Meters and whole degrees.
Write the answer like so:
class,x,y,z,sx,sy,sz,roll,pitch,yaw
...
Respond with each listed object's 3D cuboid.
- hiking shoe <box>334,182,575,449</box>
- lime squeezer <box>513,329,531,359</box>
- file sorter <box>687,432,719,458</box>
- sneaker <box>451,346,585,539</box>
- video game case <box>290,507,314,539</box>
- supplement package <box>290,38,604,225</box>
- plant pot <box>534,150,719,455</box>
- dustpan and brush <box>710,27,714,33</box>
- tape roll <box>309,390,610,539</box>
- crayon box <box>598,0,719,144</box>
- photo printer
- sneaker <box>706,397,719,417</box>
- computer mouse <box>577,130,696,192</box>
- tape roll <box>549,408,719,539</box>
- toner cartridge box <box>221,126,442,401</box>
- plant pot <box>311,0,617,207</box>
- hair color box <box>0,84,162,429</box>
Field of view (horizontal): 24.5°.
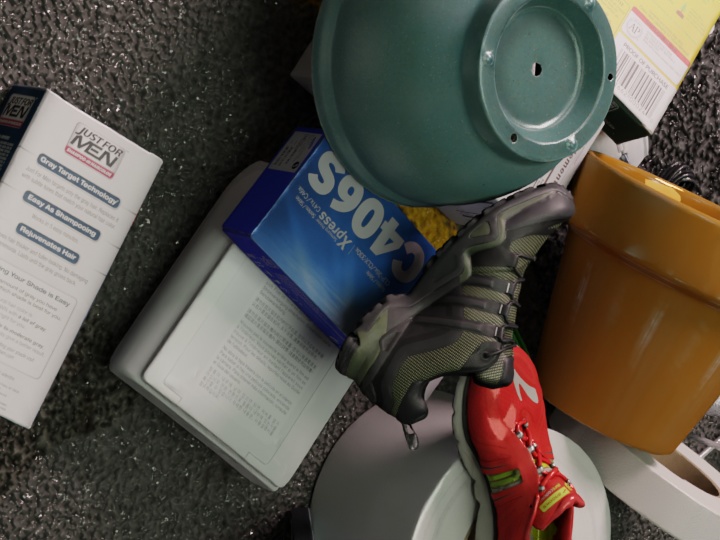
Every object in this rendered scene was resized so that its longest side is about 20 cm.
class,x,y,z,sx,sy,sz,roll,pitch,yaw
hiking shoe,0.081,0.028,1.129,0.200,0.076,0.101,-42,87,2
lime squeezer,0.119,-0.007,1.329,0.037,0.071,0.202,17,66,-18
file sorter,0.389,0.200,1.508,0.124,0.138,0.201,-33,115,-22
sneaker,0.123,0.144,1.176,0.076,0.085,0.202,-20,106,-30
video game case,-0.039,0.296,1.232,0.019,0.143,0.202,-3,101,-4
supplement package,0.067,-0.128,1.242,0.200,0.109,0.114,40,75,-32
plant pot,0.226,0.033,1.282,0.199,0.200,0.185,17,103,-35
dustpan and brush,0.205,-0.226,1.349,0.199,0.057,0.141,14,90,-35
tape roll,0.077,0.205,1.291,0.201,0.139,0.205,-6,101,-34
crayon box,0.218,-0.216,1.300,0.127,0.051,0.201,41,67,-18
photo printer,-0.067,0.034,1.203,0.166,0.069,0.201,41,74,-32
sneaker,0.264,0.047,1.435,0.199,0.075,0.116,24,76,-31
computer mouse,0.205,-0.100,1.356,0.109,0.044,0.201,-38,126,-4
tape roll,0.246,0.167,1.363,0.202,0.203,0.037,28,102,-35
toner cartridge box,0.000,0.000,1.174,0.200,0.043,0.095,46,73,-31
plant pot,0.086,-0.137,1.104,0.199,0.134,0.203,-6,100,-34
hair color box,-0.223,-0.010,1.092,0.100,0.060,0.202,31,81,-34
